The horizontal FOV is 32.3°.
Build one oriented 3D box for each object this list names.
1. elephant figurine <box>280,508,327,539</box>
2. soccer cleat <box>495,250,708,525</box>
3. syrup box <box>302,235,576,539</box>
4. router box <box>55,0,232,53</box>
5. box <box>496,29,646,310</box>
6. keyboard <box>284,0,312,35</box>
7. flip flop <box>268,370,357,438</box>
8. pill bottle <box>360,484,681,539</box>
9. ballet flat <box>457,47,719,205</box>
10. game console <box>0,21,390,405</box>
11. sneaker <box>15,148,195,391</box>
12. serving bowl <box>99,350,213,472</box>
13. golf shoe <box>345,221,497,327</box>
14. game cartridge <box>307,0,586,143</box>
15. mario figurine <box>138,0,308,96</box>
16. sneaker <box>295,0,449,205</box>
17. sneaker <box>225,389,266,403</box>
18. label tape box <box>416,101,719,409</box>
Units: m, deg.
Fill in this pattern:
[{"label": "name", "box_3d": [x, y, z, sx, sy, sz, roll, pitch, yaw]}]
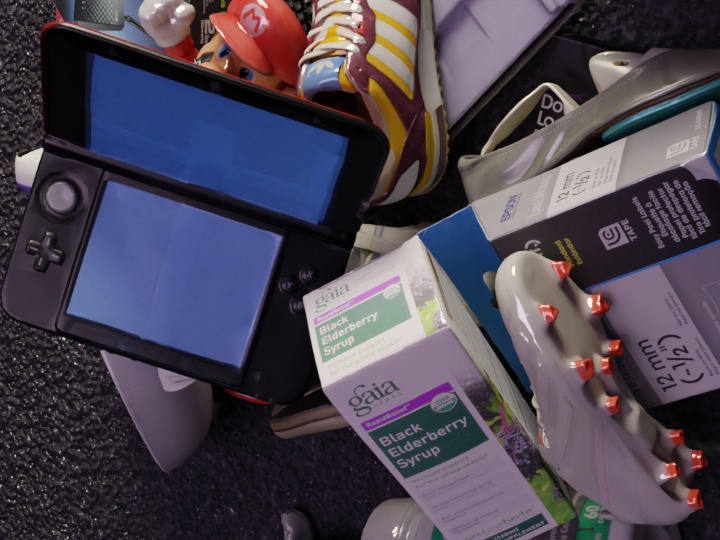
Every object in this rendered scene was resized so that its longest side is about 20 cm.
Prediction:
[{"label": "elephant figurine", "box_3d": [-0.040, 0.280, 0.888, 0.154, 0.199, 0.143, 3, 103, 32]}, {"label": "soccer cleat", "box_3d": [0.121, 0.076, 0.697, 0.077, 0.070, 0.200, -19, 120, 36]}, {"label": "syrup box", "box_3d": [0.049, 0.082, 0.736, 0.078, 0.200, 0.082, -27, 41, 10]}, {"label": "router box", "box_3d": [-0.157, -0.258, 0.919, 0.149, 0.062, 0.202, 10, 105, 36]}, {"label": "box", "box_3d": [0.164, -0.037, 0.787, 0.142, 0.036, 0.202, 21, 110, 28]}, {"label": "keyboard", "box_3d": [-0.029, -0.184, 0.888, 0.126, 0.021, 0.202, -15, 93, 34]}, {"label": "flip flop", "box_3d": [0.019, 0.100, 0.891, 0.199, 0.081, 0.058, -16, 109, 36]}, {"label": "pill bottle", "box_3d": [0.105, 0.200, 0.830, 0.198, 0.113, 0.114, -8, 97, 33]}, {"label": "ballet flat", "box_3d": [0.137, -0.093, 0.734, 0.199, 0.067, 0.064, -32, 75, 34]}, {"label": "game console", "box_3d": [-0.103, -0.024, 0.714, 0.198, 0.119, 0.174, 18, 90, -2]}, {"label": "sneaker", "box_3d": [-0.144, 0.009, 0.826, 0.198, 0.081, 0.148, 14, 107, 6]}, {"label": "serving bowl", "box_3d": [-0.161, 0.049, 0.950, 0.065, 0.200, 0.201, -25, 85, -7]}, {"label": "golf shoe", "box_3d": [0.000, 0.000, 0.850, 0.199, 0.097, 0.079, 16, 105, 37]}, {"label": "game cartridge", "box_3d": [0.051, -0.168, 0.801, 0.130, 0.038, 0.200, 53, 124, 13]}, {"label": "mario figurine", "box_3d": [-0.111, -0.108, 0.843, 0.200, 0.123, 0.107, -48, 31, 36]}, {"label": "sneaker", "box_3d": [-0.002, -0.141, 0.769, 0.074, 0.090, 0.202, -15, 89, 38]}, {"label": "sneaker", "box_3d": [-0.112, 0.023, 0.954, 0.200, 0.078, 0.116, 55, 148, 36]}, {"label": "label tape box", "box_3d": [0.143, 0.010, 0.721, 0.199, 0.066, 0.144, -23, 114, 30]}]
